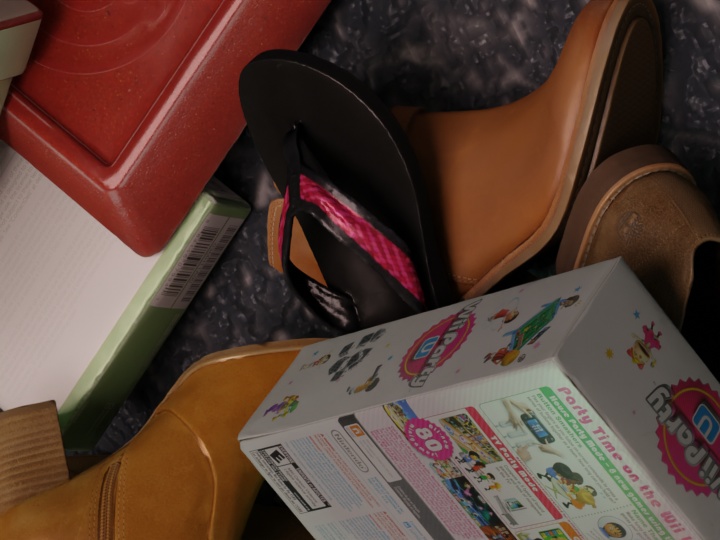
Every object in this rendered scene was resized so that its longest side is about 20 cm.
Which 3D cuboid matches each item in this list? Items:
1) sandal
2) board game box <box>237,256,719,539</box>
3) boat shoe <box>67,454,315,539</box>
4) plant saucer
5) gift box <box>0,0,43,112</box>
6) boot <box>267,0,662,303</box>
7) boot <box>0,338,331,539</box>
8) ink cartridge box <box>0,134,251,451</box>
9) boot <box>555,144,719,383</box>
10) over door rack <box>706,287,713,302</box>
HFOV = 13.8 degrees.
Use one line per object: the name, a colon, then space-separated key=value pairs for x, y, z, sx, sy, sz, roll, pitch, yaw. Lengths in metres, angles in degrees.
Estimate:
sandal: x=0.000 y=0.000 z=1.262 sx=0.075 sy=0.045 sz=0.201 roll=-13 pitch=105 yaw=45
board game box: x=0.066 y=0.086 z=1.218 sx=0.200 sy=0.064 sz=0.148 roll=-17 pitch=119 yaw=49
boat shoe: x=-0.078 y=0.141 z=1.403 sx=0.199 sy=0.074 sz=0.069 roll=16 pitch=112 yaw=31
plant saucer: x=-0.119 y=-0.142 z=1.349 sx=0.199 sy=0.037 sz=0.200 roll=39 pitch=104 yaw=17
gift box: x=-0.267 y=-0.075 z=1.300 sx=0.184 sy=0.200 sz=0.187 roll=31 pitch=118 yaw=16
boot: x=0.039 y=-0.050 z=1.286 sx=0.154 sy=0.074 sz=0.201 roll=28 pitch=114 yaw=25
boot: x=-0.069 y=0.117 z=1.329 sx=0.200 sy=0.071 sz=0.144 roll=-13 pitch=67 yaw=-2
ink cartridge box: x=-0.170 y=-0.030 z=1.411 sx=0.200 sy=0.048 sz=0.146 roll=38 pitch=102 yaw=20
boot: x=0.111 y=0.052 z=1.243 sx=0.076 sy=0.073 sz=0.201 roll=51 pitch=142 yaw=44
over door rack: x=0.238 y=0.038 z=1.171 sx=0.200 sy=0.067 sz=0.148 roll=-25 pitch=73 yaw=33
